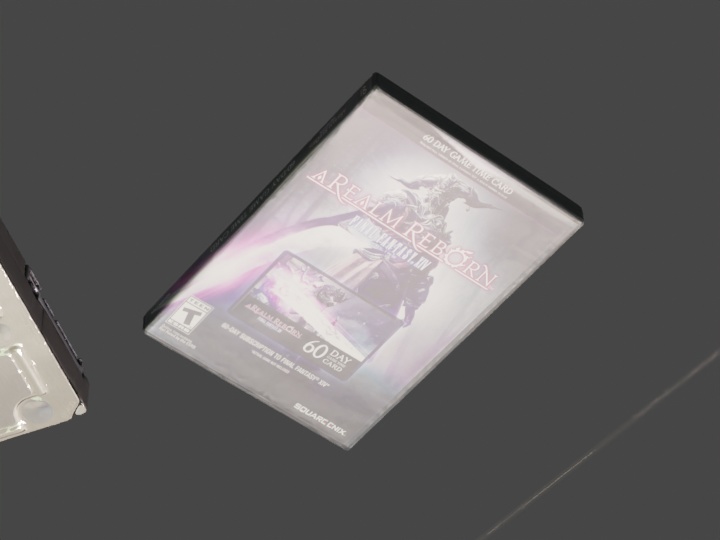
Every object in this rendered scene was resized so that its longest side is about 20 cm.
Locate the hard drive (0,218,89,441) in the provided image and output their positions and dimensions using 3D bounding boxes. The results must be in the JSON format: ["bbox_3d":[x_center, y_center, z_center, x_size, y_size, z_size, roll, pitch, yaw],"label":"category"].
[{"bbox_3d":[-0.262,0.048,1.385,0.199,0.038,0.140,-17,127,10],"label":"hard drive"}]

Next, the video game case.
[{"bbox_3d":[0.000,0.000,1.372,0.143,0.019,0.200,31,121,-24],"label":"video game case"}]
